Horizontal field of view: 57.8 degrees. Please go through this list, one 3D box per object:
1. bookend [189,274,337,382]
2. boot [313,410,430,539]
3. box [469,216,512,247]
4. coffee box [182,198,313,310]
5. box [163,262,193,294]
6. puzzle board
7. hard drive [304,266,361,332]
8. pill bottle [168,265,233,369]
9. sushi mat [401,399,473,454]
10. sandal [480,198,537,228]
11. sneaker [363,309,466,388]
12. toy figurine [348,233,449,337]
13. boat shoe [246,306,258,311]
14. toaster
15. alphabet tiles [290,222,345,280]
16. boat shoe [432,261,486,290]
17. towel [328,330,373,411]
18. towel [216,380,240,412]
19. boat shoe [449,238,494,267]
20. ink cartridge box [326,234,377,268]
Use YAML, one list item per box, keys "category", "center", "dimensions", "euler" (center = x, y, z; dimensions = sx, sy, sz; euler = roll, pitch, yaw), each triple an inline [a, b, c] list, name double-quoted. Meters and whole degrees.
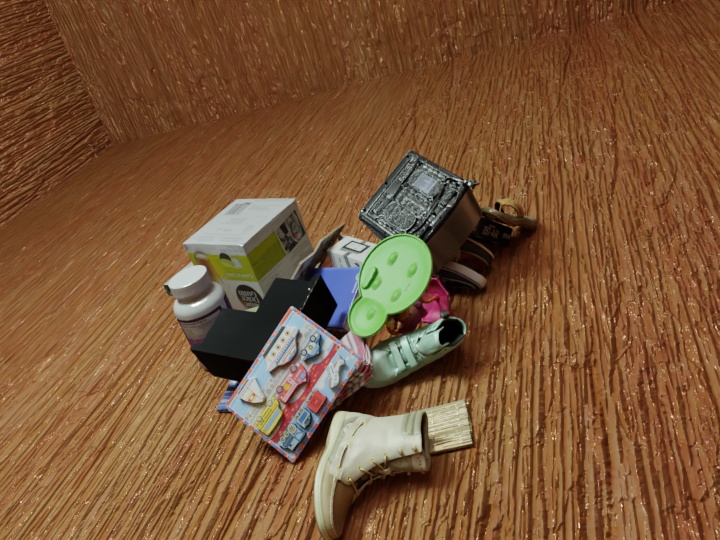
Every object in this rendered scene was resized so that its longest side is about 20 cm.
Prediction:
- category: "bookend"
  center: [-0.177, 0.106, 1.217]
  dimensions: [0.197, 0.093, 0.201]
  euler: [4, 51, 30]
- category: "boot"
  center: [0.021, 0.284, 0.929]
  dimensions: [0.152, 0.073, 0.202]
  euler: [-6, 38, 17]
- category: "box"
  center: [0.207, -0.100, 1.431]
  dimensions: [0.159, 0.044, 0.198]
  euler: [13, 2, -42]
- category: "coffee box"
  center: [-0.249, -0.033, 1.532]
  dimensions: [0.197, 0.200, 0.200]
  euler: [4, 37, 36]
- category: "box"
  center: [-0.404, 0.016, 1.722]
  dimensions: [0.197, 0.037, 0.144]
  euler: [1, 34, 36]
- category: "puzzle board"
  center: [-0.112, 0.183, 1.067]
  dimensions: [0.150, 0.017, 0.202]
  euler: [33, 87, 14]
- category: "hard drive"
  center: [-0.064, 0.056, 1.344]
  dimensions: [0.198, 0.025, 0.134]
  euler: [-1, 61, 51]
- category: "pill bottle"
  center: [-0.316, 0.096, 1.344]
  dimensions: [0.110, 0.203, 0.113]
  euler: [-14, 28, 8]
- category: "sushi mat"
  center: [0.076, 0.256, 1.014]
  dimensions: [0.197, 0.012, 0.096]
  euler: [-16, 27, 8]
- category: "sandal"
  center: [0.319, -0.125, 1.392]
  dimensions: [0.080, 0.055, 0.198]
  euler: [23, 13, 40]
- category: "sneaker"
  center: [0.088, 0.131, 1.109]
  dimensions: [0.198, 0.075, 0.118]
  euler: [-26, -10, -15]
- category: "toy figurine"
  center: [0.090, 0.063, 1.199]
  dimensions: [0.149, 0.184, 0.202]
  euler: [29, 84, 41]
- category: "boat shoe"
  center: [-0.167, 0.103, 1.364]
  dimensions: [0.199, 0.064, 0.074]
  euler: [-13, 14, 33]
- category: "toaster"
  center: [0.126, -0.113, 1.285]
  dimensions: [0.182, 0.119, 0.199]
  euler: [-51, 51, -2]
- category: "alphabet tiles"
  center: [-0.109, -0.011, 1.439]
  dimensions: [0.007, 0.168, 0.200]
  euler: [35, 29, 6]
- category: "boat shoe"
  center: [0.159, 0.016, 1.335]
  dimensions: [0.197, 0.072, 0.069]
  euler: [17, 77, 29]
- category: "towel"
  center: [-0.066, 0.190, 1.137]
  dimensions: [0.199, 0.030, 0.147]
  euler: [-39, 24, 8]
- category: "towel"
  center: [-0.188, 0.178, 1.253]
  dimensions: [0.143, 0.024, 0.202]
  euler: [-11, 41, 30]
- category: "boat shoe"
  center: [0.179, -0.043, 1.363]
  dimensions: [0.197, 0.071, 0.063]
  euler: [21, 70, 13]
- category: "ink cartridge box"
  center: [0.000, 0.000, 1.403]
  dimensions: [0.067, 0.118, 0.199]
  euler: [-33, 31, -27]
